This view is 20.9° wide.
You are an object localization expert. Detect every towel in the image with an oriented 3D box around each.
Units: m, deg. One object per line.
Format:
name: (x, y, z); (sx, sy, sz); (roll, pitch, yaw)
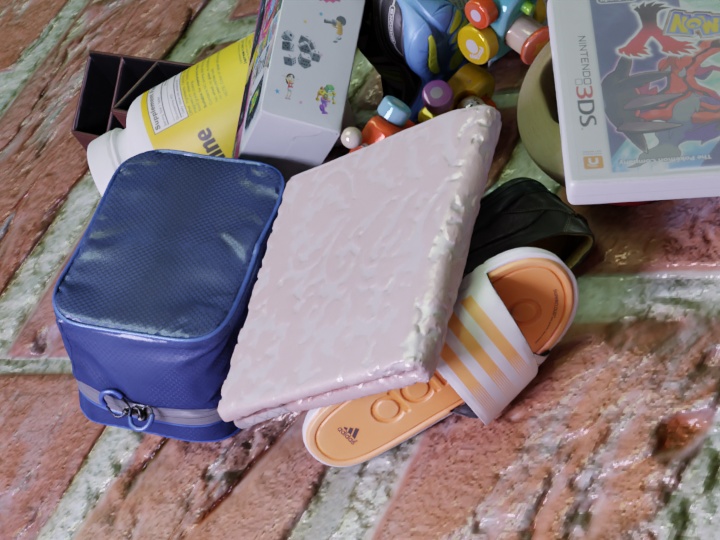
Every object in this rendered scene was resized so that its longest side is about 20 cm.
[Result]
towel: (0.000, 0.000, 1.252); (0.191, 0.032, 0.201); (-19, 45, 44)

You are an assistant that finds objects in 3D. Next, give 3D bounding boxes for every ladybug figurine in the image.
ladybug figurine: (0.176, -0.106, 1.312); (0.135, 0.072, 0.200); (-27, 32, 16)

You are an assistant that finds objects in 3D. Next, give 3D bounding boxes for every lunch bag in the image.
lunch bag: (-0.126, 0.029, 1.384); (0.135, 0.133, 0.200); (10, 51, 16)

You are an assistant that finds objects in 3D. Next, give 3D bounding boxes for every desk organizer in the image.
desk organizer: (-0.193, -0.139, 1.730); (0.072, 0.077, 0.200); (-49, 33, -19)

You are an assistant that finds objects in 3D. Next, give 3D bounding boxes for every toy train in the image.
toy train: (0.072, -0.132, 1.379); (0.056, 0.150, 0.200); (40, 106, 19)

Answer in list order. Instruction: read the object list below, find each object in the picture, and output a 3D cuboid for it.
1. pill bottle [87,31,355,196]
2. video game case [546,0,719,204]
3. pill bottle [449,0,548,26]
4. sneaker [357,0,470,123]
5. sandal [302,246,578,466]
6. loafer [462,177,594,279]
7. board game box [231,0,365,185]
pill bottle: (-0.114, -0.112, 1.574); (0.200, 0.113, 0.113); (-27, 33, 14)
video game case: (0.222, -0.117, 1.223); (0.199, 0.023, 0.183); (-3, 47, 3)
pill bottle: (0.127, -0.229, 1.484); (0.200, 0.113, 0.114); (1, 48, 47)
sneaker: (0.037, -0.170, 1.464); (0.071, 0.083, 0.200); (-42, -13, -9)
sandal: (0.054, 0.071, 1.210); (0.207, 0.079, 0.059); (-39, 29, 16)
loafer: (0.065, 0.020, 1.266); (0.200, 0.073, 0.072); (-45, 36, -9)
board game box: (-0.040, -0.175, 1.429); (0.148, 0.064, 0.201); (131, 151, -69)
